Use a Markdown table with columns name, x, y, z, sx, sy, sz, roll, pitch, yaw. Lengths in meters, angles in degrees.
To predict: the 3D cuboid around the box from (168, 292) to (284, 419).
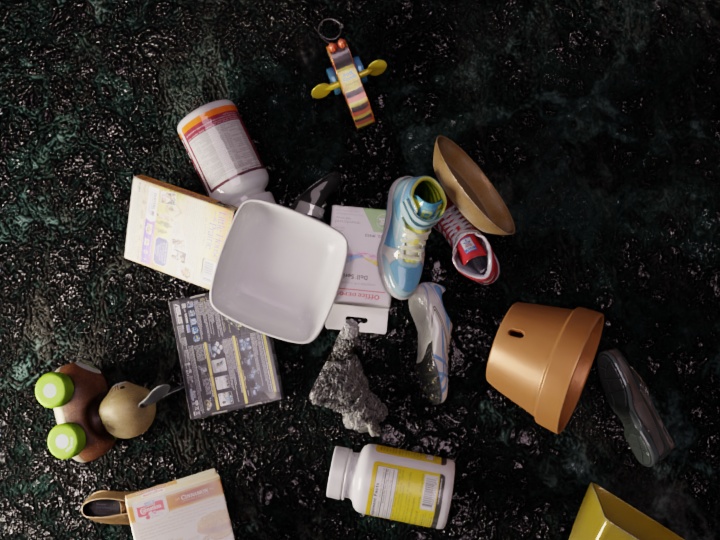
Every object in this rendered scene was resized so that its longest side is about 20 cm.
| name | x | y | z | sx | sy | sz | roll | pitch | yaw |
| --- | --- | --- | --- | --- | --- | --- | --- | --- | --- |
| box | -0.225 | 0.134 | 1.595 | 0.158 | 0.049 | 0.204 | -13 | 83 | 3 |

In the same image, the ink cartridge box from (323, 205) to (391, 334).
| name | x | y | z | sx | sy | sz | roll | pitch | yaw |
| --- | --- | --- | --- | --- | --- | --- | --- | --- | --- |
| ink cartridge box | 0.000 | 0.000 | 1.590 | 0.115 | 0.067 | 0.204 | 5 | 84 | 2 |

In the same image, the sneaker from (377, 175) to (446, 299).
| name | x | y | z | sx | sy | sz | roll | pitch | yaw |
| --- | --- | --- | --- | --- | --- | --- | --- | --- | --- |
| sneaker | 0.084 | -0.057 | 1.504 | 0.078 | 0.130 | 0.204 | 3 | 86 | -19 |

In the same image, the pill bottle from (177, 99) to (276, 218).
| name | x | y | z | sx | sy | sz | roll | pitch | yaw |
| --- | --- | --- | --- | --- | --- | --- | --- | --- | --- |
| pill bottle | -0.220 | -0.174 | 1.595 | 0.108 | 0.110 | 0.203 | -26 | 87 | -1 |

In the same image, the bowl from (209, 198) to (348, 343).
| name | x | y | z | sx | sy | sz | roll | pitch | yaw |
| --- | --- | --- | --- | --- | --- | --- | --- | --- | --- |
| bowl | -0.128 | 0.000 | 1.529 | 0.197 | 0.075 | 0.203 | 21 | 97 | 0 |

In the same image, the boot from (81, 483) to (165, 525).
| name | x | y | z | sx | sy | sz | roll | pitch | yaw |
| --- | --- | --- | --- | --- | --- | --- | --- | --- | --- |
| boot | -0.360 | 0.392 | 1.560 | 0.196 | 0.076 | 0.075 | -3 | 80 | 0 |

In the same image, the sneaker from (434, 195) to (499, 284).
| name | x | y | z | sx | sy | sz | roll | pitch | yaw |
| --- | --- | --- | --- | --- | --- | --- | --- | --- | --- |
| sneaker | 0.162 | -0.065 | 1.566 | 0.071 | 0.112 | 0.201 | -37 | 83 | 10 |

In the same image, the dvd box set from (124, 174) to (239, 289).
| name | x | y | z | sx | sy | sz | roll | pitch | yaw |
| --- | --- | --- | --- | --- | --- | --- | --- | --- | --- |
| dvd box set | -0.298 | -0.062 | 1.578 | 0.197 | 0.029 | 0.149 | 18 | 111 | 18 |

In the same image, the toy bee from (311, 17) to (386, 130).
| name | x | y | z | sx | sy | sz | roll | pitch | yaw |
| --- | --- | --- | --- | --- | --- | --- | --- | --- | --- |
| toy bee | -0.034 | -0.341 | 1.609 | 0.131 | 0.109 | 0.200 | -43 | 84 | -1 |

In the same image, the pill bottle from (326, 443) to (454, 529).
| name | x | y | z | sx | sy | sz | roll | pitch | yaw |
| --- | --- | --- | --- | --- | --- | --- | --- | --- | --- |
| pill bottle | 0.048 | 0.343 | 1.531 | 0.196 | 0.111 | 0.113 | 11 | 84 | 3 |

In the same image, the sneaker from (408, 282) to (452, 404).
| name | x | y | z | sx | sy | sz | roll | pitch | yaw |
| --- | --- | --- | --- | --- | --- | --- | --- | --- | --- |
| sneaker | 0.126 | 0.120 | 1.576 | 0.071 | 0.072 | 0.204 | -7 | 91 | -29 |

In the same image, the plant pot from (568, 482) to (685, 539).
| name | x | y | z | sx | sy | sz | roll | pitch | yaw |
| --- | --- | --- | --- | --- | --- | --- | --- | --- | --- |
| plant pot | 0.408 | 0.480 | 1.470 | 0.198 | 0.200 | 0.178 | 31 | 97 | 5 |

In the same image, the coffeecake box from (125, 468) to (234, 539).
| name | x | y | z | sx | sy | sz | roll | pitch | yaw |
| --- | --- | --- | --- | --- | --- | --- | --- | --- | --- |
| coffeecake box | -0.279 | 0.441 | 1.518 | 0.151 | 0.073 | 0.204 | -14 | 93 | -17 |

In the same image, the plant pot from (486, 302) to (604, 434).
| name | x | y | z | sx | sy | sz | roll | pitch | yaw |
| --- | --- | --- | --- | --- | --- | --- | --- | --- | --- |
| plant pot | 0.289 | 0.140 | 1.515 | 0.138 | 0.200 | 0.203 | 21 | 85 | 22 |

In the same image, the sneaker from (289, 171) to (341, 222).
| name | x | y | z | sx | sy | sz | roll | pitch | yaw |
| --- | --- | --- | --- | --- | --- | --- | --- | --- | --- |
| sneaker | -0.088 | -0.076 | 1.603 | 0.088 | 0.074 | 0.200 | 44 | 97 | 6 |

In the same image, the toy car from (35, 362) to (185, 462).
| name | x | y | z | sx | sy | sz | roll | pitch | yaw |
| --- | --- | --- | --- | --- | --- | --- | --- | --- | --- |
| toy car | -0.388 | 0.208 | 1.526 | 0.197 | 0.164 | 0.161 | -17 | 84 | 5 |

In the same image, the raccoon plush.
| name | x | y | z | sx | sy | sz | roll | pitch | yaw |
| --- | --- | --- | --- | --- | --- | --- | --- | --- | --- |
| raccoon plush | -0.001 | 0.186 | 1.523 | 0.132 | 0.201 | 0.097 | 28 | 52 | 4 |

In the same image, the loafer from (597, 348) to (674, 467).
| name | x | y | z | sx | sy | sz | roll | pitch | yaw |
| --- | --- | --- | --- | --- | --- | --- | --- | --- | --- |
| loafer | 0.453 | 0.218 | 1.559 | 0.062 | 0.072 | 0.203 | -22 | 90 | -20 |

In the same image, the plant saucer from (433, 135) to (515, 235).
| name | x | y | z | sx | sy | sz | roll | pitch | yaw |
| --- | --- | --- | --- | --- | --- | --- | --- | --- | --- |
| plant saucer | 0.177 | -0.130 | 1.545 | 0.035 | 0.200 | 0.202 | -38 | 84 | 21 |
